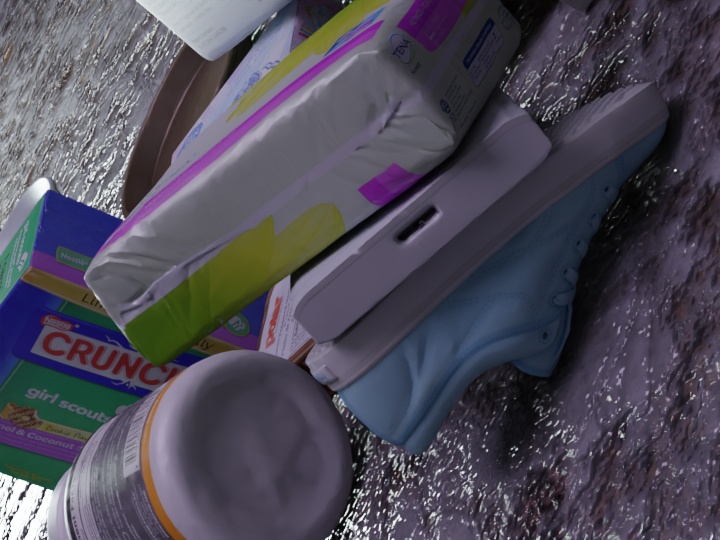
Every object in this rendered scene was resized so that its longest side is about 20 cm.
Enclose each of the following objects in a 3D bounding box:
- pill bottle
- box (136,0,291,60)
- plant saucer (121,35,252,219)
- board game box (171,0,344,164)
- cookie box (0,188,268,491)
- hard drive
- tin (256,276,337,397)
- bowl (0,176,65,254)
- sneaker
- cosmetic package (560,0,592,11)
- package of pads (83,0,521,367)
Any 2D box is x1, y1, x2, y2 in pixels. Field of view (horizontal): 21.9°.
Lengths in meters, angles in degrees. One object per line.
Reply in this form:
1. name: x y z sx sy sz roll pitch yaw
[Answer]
1. pill bottle: -0.096 0.123 1.028 0.200 0.116 0.117 -34 37 56
2. box: -0.086 -0.297 1.333 0.199 0.171 0.200 -57 17 -25
3. plant saucer: -0.142 -0.127 1.540 0.200 0.029 0.201 -50 26 35
4. board game box: -0.085 -0.068 1.313 0.200 0.043 0.199 -47 26 40
5. cookie box: -0.177 0.060 1.217 0.200 0.171 0.075 -48 29 38
6. hard drive: 0.021 -0.037 0.879 0.132 0.026 0.200 -40 11 6
7. tin: 0.000 0.000 1.045 0.200 0.042 0.112 -42 26 46
8. bowl: -0.271 0.027 1.594 0.201 0.090 0.202 -50 26 36
9. sneaker: 0.072 0.002 0.836 0.200 0.082 0.074 -41 11 1
10. cosmetic package: 0.111 -0.250 0.982 0.108 0.085 0.200 -47 27 41
11. package of pads: -0.025 -0.058 0.870 0.200 0.068 0.155 -35 13 29
